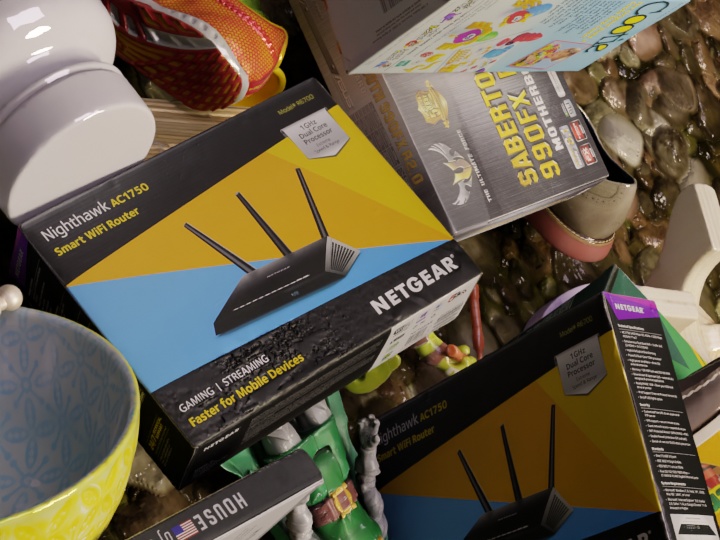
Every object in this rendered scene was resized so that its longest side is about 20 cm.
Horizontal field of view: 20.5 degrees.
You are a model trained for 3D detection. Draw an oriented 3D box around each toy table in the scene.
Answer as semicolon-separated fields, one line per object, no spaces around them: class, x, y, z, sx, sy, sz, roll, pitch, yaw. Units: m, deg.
toy table;0.215;0.049;1.324;0.199;0.117;0.185;-8;71;-42

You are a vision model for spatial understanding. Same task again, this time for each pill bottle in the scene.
pill bottle;-0.197;-0.124;1.025;0.119;0.120;0.200;-18;61;-45

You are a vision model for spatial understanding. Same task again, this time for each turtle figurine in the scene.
turtle figurine;0.000;0.000;1.196;0.201;0.064;0.161;61;24;-10

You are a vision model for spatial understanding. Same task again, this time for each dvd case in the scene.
dvd case;-0.123;0.159;0.936;0.200;0.150;0.025;-25;76;-47

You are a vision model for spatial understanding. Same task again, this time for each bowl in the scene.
bowl;-0.198;0.108;0.915;0.200;0.199;0.108;-33;132;-47

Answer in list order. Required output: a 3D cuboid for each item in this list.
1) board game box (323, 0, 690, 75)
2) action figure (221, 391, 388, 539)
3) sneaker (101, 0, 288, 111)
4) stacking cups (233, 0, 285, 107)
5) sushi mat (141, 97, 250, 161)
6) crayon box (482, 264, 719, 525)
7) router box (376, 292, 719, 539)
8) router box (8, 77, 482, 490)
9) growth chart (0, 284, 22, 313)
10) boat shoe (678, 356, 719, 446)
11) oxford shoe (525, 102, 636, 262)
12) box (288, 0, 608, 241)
board game box;0.081;-0.184;1.168;0.199;0.105;0.104;-5;73;-42
action figure;-0.027;0.107;1.097;0.118;0.055;0.201;-37;112;-35
sneaker;-0.132;-0.167;1.163;0.200;0.073;0.077;40;40;7
stacking cups;-0.094;-0.198;1.238;0.060;0.060;0.201;6;62;-39
sushi mat;-0.116;-0.066;1.106;0.199;0.012;0.096;4;37;-18
crayon box;0.177;0.108;1.243;0.200;0.127;0.051;45;34;-10
router box;0.096;0.121;1.105;0.051;0.200;0.150;9;59;-42
router box;-0.058;0.002;1.027;0.200;0.051;0.149;-30;71;-33
growth chart;-0.258;-0.023;0.965;0.200;0.018;0.144;41;42;24
boat shoe;0.143;0.102;1.176;0.060;0.200;0.072;56;22;4
oxford shoe;0.115;-0.101;1.329;0.070;0.075;0.200;-18;59;-45
box;0.052;-0.122;1.220;0.158;0.048;0.201;-19;83;-45
